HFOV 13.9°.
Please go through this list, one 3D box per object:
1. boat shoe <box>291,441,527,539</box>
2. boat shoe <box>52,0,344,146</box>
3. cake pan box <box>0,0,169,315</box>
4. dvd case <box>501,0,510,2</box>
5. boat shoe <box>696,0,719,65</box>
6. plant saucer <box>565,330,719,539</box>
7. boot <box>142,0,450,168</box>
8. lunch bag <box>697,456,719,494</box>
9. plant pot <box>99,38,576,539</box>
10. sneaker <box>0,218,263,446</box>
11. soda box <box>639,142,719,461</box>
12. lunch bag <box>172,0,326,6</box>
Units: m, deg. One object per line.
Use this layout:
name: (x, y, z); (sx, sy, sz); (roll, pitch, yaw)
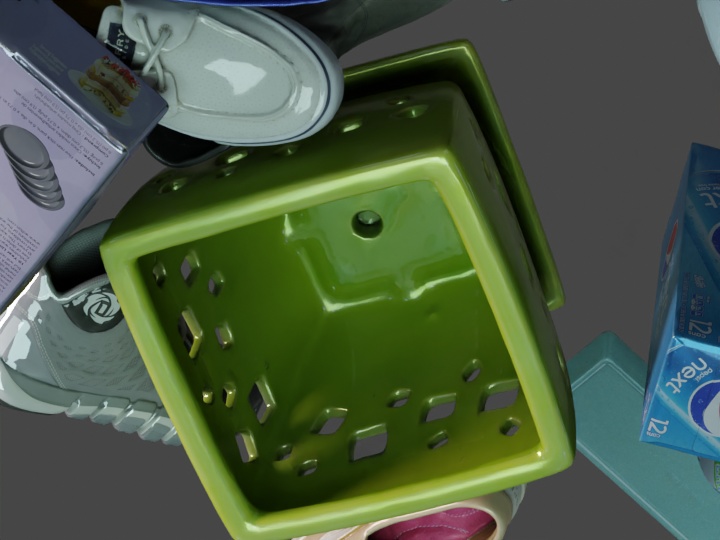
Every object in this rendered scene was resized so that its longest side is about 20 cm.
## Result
boat shoe: (0.012, 0.171, 1.723); (0.074, 0.069, 0.200); (42, 118, -15)
boat shoe: (-0.108, -0.108, 1.448); (0.199, 0.070, 0.071); (20, 103, 16)
cake pan box: (-0.216, -0.085, 1.455); (0.200, 0.052, 0.184); (40, 134, -2)
dvd case: (0.139, -0.234, 1.468); (0.199, 0.025, 0.151); (-17, 107, 13)
boat shoe: (0.219, -0.108, 1.528); (0.073, 0.065, 0.201); (-11, 96, 10)
plant saucer: (0.187, 0.120, 1.696); (0.200, 0.019, 0.070); (42, 117, -14)
boot: (-0.016, -0.120, 1.521); (0.199, 0.131, 0.068); (-27, 114, 22)
lunch bag: (0.272, 0.101, 1.595); (0.199, 0.160, 0.076); (19, 102, -3)
plant pot: (0.000, 0.000, 1.560); (0.199, 0.182, 0.200); (-15, 118, 16)
sneaker: (-0.111, 0.029, 1.618); (0.199, 0.075, 0.116); (8, 124, -43)
soda box: (0.188, 0.015, 1.527); (0.064, 0.200, 0.068); (14, 122, 1)
lunch bag: (-0.068, -0.212, 1.454); (0.199, 0.170, 0.124); (11, 124, 5)
